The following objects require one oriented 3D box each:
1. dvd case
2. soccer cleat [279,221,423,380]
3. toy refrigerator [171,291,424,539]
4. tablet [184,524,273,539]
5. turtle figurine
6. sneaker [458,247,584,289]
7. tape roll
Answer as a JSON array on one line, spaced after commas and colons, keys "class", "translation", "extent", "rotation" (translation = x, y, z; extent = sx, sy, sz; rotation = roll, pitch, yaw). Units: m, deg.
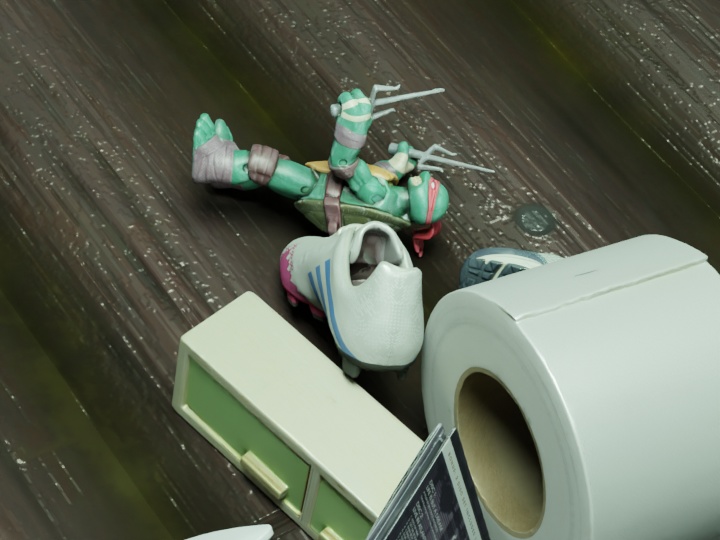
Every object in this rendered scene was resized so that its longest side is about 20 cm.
[{"class": "dvd case", "translation": [0.022, 0.208, 1.143], "extent": [0.016, 0.149, 0.200], "rotation": [8, 44, 31]}, {"class": "soccer cleat", "translation": [0.000, 0.000, 1.305], "extent": [0.070, 0.087, 0.200], "rotation": [4, 18, -20]}, {"class": "toy refrigerator", "translation": [-0.029, 0.111, 1.257], "extent": [0.200, 0.076, 0.070], "rotation": [40, 54, 21]}, {"class": "tablet", "translation": [-0.150, 0.202, 1.132], "extent": [0.200, 0.130, 0.014], "rotation": [-34, 97, -32]}, {"class": "turtle figurine", "translation": [-0.010, -0.070, 1.386], "extent": [0.200, 0.150, 0.101], "rotation": [6, 73, 6]}, {"class": "sneaker", "translation": [0.163, 0.025, 1.381], "extent": [0.200, 0.078, 0.086], "rotation": [18, 37, -4]}, {"class": "tape roll", "translation": [0.143, 0.091, 1.225], "extent": [0.139, 0.203, 0.203], "rotation": [-16, 55, -22]}]
